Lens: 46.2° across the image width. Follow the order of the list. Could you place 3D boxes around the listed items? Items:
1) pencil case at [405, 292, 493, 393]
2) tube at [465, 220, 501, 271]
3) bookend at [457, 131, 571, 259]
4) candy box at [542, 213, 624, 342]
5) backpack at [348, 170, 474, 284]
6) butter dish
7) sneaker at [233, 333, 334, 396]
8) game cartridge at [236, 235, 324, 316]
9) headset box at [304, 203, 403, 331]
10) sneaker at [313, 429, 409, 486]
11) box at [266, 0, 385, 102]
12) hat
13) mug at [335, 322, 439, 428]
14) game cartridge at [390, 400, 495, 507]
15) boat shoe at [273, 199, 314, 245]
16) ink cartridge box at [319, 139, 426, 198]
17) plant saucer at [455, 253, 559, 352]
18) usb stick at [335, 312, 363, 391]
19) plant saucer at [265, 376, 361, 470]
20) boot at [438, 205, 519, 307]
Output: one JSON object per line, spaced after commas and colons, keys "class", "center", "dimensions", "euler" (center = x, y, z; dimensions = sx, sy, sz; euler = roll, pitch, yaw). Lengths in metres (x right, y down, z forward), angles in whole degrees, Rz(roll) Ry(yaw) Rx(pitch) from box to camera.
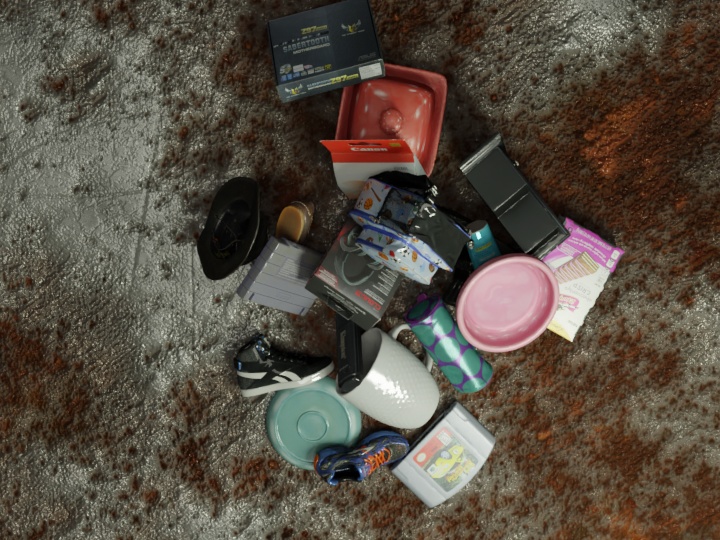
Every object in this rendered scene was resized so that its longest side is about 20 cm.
{"class": "pencil case", "center": [0.171, 0.142, 1.628], "dimensions": [0.084, 0.093, 0.201], "euler": [-29, 110, 22]}
{"class": "tube", "center": [0.245, 0.006, 1.569], "dimensions": [0.076, 0.051, 0.203], "euler": [-23, 112, 7]}
{"class": "bookend", "center": [0.278, -0.123, 1.508], "dimensions": [0.092, 0.200, 0.200], "euler": [-38, 77, 9]}
{"class": "candy box", "center": [0.396, 0.014, 1.627], "dimensions": [0.134, 0.061, 0.203], "euler": [27, 100, -3]}
{"class": "backpack", "center": [0.075, -0.076, 1.482], "dimensions": [0.155, 0.190, 0.200], "euler": [-52, 140, -4]}
{"class": "butter dish", "center": [0.055, -0.272, 1.539], "dimensions": [0.195, 0.148, 0.204], "euler": [10, 101, -1]}
{"class": "sneaker", "center": [-0.157, 0.172, 1.662], "dimensions": [0.196, 0.073, 0.114], "euler": [-15, 101, 5]}
{"class": "game cartridge", "center": [-0.134, 0.011, 1.584], "dimensions": [0.038, 0.199, 0.131], "euler": [35, 97, 32]}
{"class": "headset box", "center": [0.000, 0.000, 1.575], "dimensions": [0.147, 0.077, 0.202], "euler": [34, 61, -5]}
{"class": "sneaker", "center": [0.007, 0.383, 1.681], "dimensions": [0.196, 0.079, 0.077], "euler": [-18, 116, -8]}
{"class": "box", "center": [-0.064, -0.401, 1.526], "dimensions": [0.195, 0.051, 0.161], "euler": [-12, 61, 4]}
{"class": "hat", "center": [-0.224, -0.070, 1.603], "dimensions": [0.080, 0.200, 0.203], "euler": [22, 103, -40]}
{"class": "mug", "center": [0.072, 0.198, 1.636], "dimensions": [0.174, 0.147, 0.203], "euler": [35, 70, -19]}
{"class": "game cartridge", "center": [0.173, 0.379, 1.712], "dimensions": [0.133, 0.041, 0.200], "euler": [41, 99, -10]}
{"class": "boat shoe", "center": [-0.140, -0.046, 1.621], "dimensions": [0.070, 0.070, 0.202], "euler": [35, 120, 8]}
{"class": "ink cartridge box", "center": [0.028, -0.178, 1.515], "dimensions": [0.158, 0.200, 0.051], "euler": [2, 80, 17]}
{"class": "plant saucer", "center": [0.264, 0.053, 1.545], "dimensions": [0.196, 0.051, 0.204], "euler": [-6, 122, -9]}
{"class": "usb stick", "center": [-0.022, 0.141, 1.598], "dimensions": [0.055, 0.202, 0.033], "euler": [-31, 127, 22]}
{"class": "plant saucer", "center": [-0.096, 0.313, 1.710], "dimensions": [0.195, 0.027, 0.205], "euler": [0, 101, 1]}
{"class": "boot", "center": [0.189, -0.013, 1.617], "dimensions": [0.209, 0.080, 0.160], "euler": [31, 100, -5]}
